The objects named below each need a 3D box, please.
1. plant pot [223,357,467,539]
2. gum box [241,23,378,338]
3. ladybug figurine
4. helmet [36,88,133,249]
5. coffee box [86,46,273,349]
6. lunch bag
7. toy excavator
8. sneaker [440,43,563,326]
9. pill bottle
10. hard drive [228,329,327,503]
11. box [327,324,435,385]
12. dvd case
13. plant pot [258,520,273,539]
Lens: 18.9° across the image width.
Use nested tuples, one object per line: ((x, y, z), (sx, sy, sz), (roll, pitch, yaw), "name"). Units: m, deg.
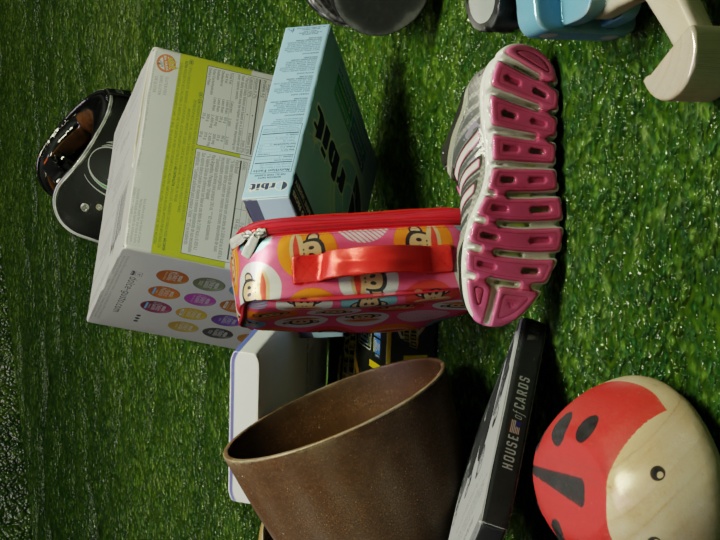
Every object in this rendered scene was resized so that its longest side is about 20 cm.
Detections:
((0.015, 0.198, 1.688), (0.202, 0.186, 0.187), (68, 164, -9), "plant pot")
((-0.038, -0.075, 1.815), (0.171, 0.044, 0.201), (70, -156, -45), "gum box")
((0.164, 0.136, 1.376), (0.200, 0.071, 0.137), (-176, 85, -72), "ladybug figurine")
((-0.265, -0.093, 2.493), (0.200, 0.190, 0.201), (-39, 29, 27), "helmet")
((-0.132, -0.058, 2.023), (0.200, 0.196, 0.202), (130, 149, -64), "coffee box")
((0.000, 0.000, 1.639), (0.176, 0.198, 0.083), (121, 145, -81), "lunch bag")
((0.156, -0.189, 1.371), (0.200, 0.099, 0.197), (-18, 75, 62), "toy excavator")
((0.099, -0.060, 1.568), (0.087, 0.073, 0.202), (175, 99, -71), "sneaker")
((-0.011, -0.272, 1.827), (0.200, 0.111, 0.113), (-123, 37, -58), "pill bottle")
((-0.068, 0.095, 1.838), (0.200, 0.025, 0.133), (-50, -35, -65), "hard drive")
((0.015, 0.100, 1.870), (0.160, 0.049, 0.202), (-152, 63, -67), "box")
((0.091, 0.154, 1.551), (0.201, 0.025, 0.151), (-74, 1, -46), "dvd case")
((-0.015, 0.267, 1.753), (0.027, 0.199, 0.201), (-37, 48, 28), "plant pot")
